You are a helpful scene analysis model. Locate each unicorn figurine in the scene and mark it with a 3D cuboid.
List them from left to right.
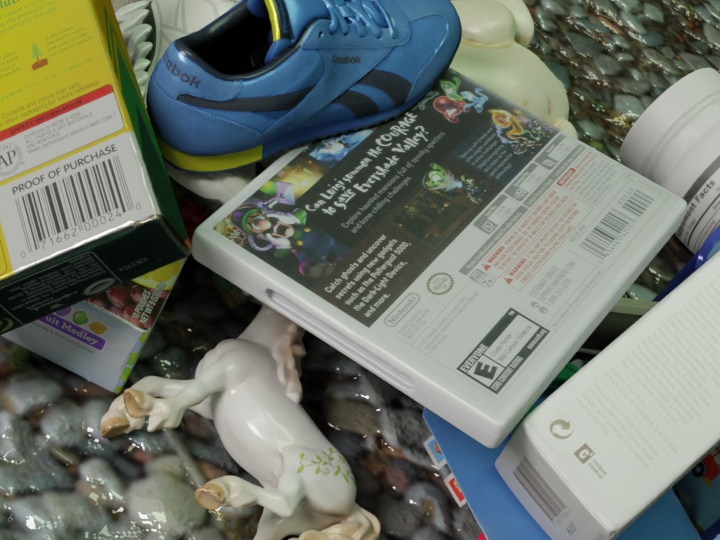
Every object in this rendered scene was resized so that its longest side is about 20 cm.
[{"bbox_3d":[-0.055,0.070,0.813,0.137,0.074,0.201,-16,77,-41],"label":"unicorn figurine"}]

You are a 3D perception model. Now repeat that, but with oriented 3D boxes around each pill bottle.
[{"bbox_3d":[0.283,-0.042,1.130,0.115,0.116,0.200,-17,58,-45],"label":"pill bottle"}]

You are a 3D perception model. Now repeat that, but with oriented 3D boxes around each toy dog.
[{"bbox_3d":[0.014,-0.090,0.982,0.199,0.140,0.194,-8,44,-33],"label":"toy dog"}]

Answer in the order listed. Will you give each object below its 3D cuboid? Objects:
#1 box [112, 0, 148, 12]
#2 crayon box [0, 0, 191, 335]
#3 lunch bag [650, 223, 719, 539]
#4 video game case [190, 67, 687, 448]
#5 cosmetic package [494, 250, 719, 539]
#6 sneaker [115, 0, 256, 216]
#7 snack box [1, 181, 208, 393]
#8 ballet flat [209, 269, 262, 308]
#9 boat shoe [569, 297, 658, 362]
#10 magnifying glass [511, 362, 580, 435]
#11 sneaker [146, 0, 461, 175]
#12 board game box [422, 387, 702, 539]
[{"bbox_3d":[-0.080,-0.168,1.058,0.199,0.069,0.082,1,45,-33],"label":"box"},{"bbox_3d":[-0.168,-0.076,0.760,0.126,0.051,0.201,-22,65,5],"label":"crayon box"},{"bbox_3d":[0.254,0.044,0.941,0.094,0.200,0.151,6,43,-30],"label":"lunch bag"},{"bbox_3d":[0.045,-0.021,0.821,0.181,0.023,0.200,32,49,17],"label":"video game case"},{"bbox_3d":[0.166,0.052,0.812,0.200,0.102,0.074,-38,78,-13],"label":"cosmetic package"},{"bbox_3d":[-0.084,-0.105,0.883,0.075,0.081,0.201,43,18,-40],"label":"sneaker"},{"bbox_3d":[-0.186,-0.038,0.849,0.199,0.053,0.143,28,36,-6],"label":"snack box"},{"bbox_3d":[0.000,0.000,0.937,0.199,0.071,0.071,2,46,-34],"label":"ballet flat"},{"bbox_3d":[0.142,0.042,0.938,0.199,0.057,0.067,4,5,31],"label":"boat shoe"},{"bbox_3d":[0.079,0.048,0.888,0.200,0.022,0.080,48,38,7],"label":"magnifying glass"},{"bbox_3d":[-0.019,-0.115,0.823,0.199,0.079,0.066,-25,61,-32],"label":"sneaker"},{"bbox_3d":[0.109,0.137,0.874,0.157,0.039,0.201,-2,54,-42],"label":"board game box"}]
